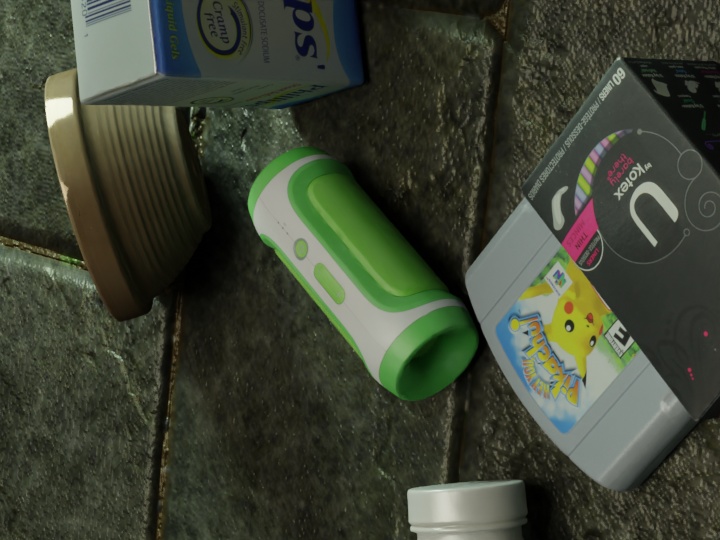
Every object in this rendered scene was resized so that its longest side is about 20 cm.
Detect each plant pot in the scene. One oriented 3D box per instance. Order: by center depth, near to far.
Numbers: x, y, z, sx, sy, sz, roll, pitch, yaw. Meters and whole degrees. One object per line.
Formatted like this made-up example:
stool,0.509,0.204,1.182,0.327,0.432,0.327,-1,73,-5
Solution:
plant pot,-0.173,-0.068,1.784,0.092,0.201,0.202,-15,78,3

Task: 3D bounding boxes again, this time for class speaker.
speaker,0.000,0.000,1.644,0.200,0.088,0.089,50,124,32

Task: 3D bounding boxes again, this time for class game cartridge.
game cartridge,0.151,0.042,1.530,0.201,0.040,0.134,57,131,28

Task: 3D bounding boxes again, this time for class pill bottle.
pill bottle,0.080,0.247,1.555,0.111,0.111,0.202,-6,87,45

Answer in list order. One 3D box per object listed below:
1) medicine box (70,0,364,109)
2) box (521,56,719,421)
medicine box,-0.108,-0.218,1.664,0.103,0.199,0.184,-11,84,47
box,0.214,-0.022,1.411,0.200,0.106,0.123,54,127,29
